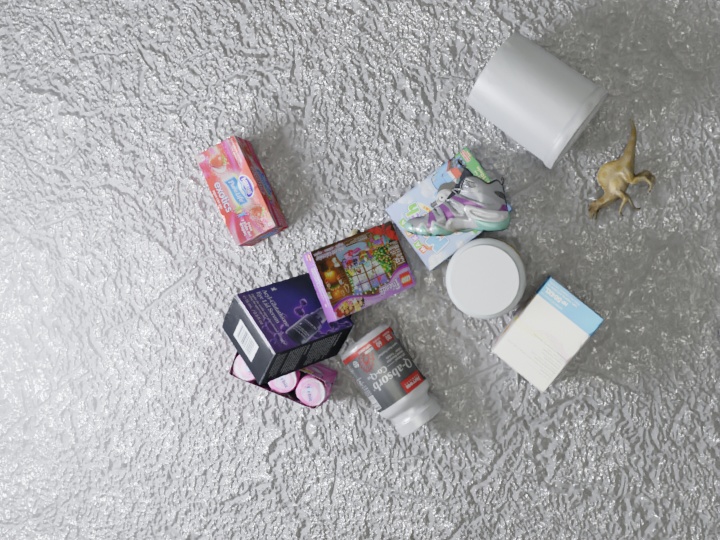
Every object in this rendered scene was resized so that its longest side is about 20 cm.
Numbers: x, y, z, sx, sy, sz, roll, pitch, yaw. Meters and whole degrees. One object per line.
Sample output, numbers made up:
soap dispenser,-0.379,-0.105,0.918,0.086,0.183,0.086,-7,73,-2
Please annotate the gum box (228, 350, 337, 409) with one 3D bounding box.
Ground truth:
gum box,-0.147,0.207,1.707,0.199,0.113,0.067,21,96,10

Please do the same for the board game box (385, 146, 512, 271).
board game box,0.172,-0.118,1.668,0.200,0.037,0.152,-37,85,11

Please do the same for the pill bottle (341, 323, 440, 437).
pill bottle,0.061,0.214,1.665,0.116,0.116,0.201,-37,85,11

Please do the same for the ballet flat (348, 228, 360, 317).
ballet flat,-0.034,0.015,1.702,0.056,0.066,0.202,14,94,20

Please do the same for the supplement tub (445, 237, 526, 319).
supplement tub,0.233,0.013,1.578,0.144,0.200,0.147,0,92,11

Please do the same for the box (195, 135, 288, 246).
box,-0.235,-0.157,1.717,0.094,0.103,0.201,-26,86,11

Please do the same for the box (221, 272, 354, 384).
box,-0.137,0.106,1.634,0.148,0.199,0.105,52,137,22

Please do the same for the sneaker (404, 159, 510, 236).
sneaker,0.178,-0.138,1.614,0.198,0.078,0.141,-5,91,2

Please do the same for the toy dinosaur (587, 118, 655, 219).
toy dinosaur,0.495,-0.177,1.590,0.101,0.058,0.201,26,97,10

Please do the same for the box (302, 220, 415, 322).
box,0.000,0.000,1.641,0.199,0.039,0.138,-23,92,-32

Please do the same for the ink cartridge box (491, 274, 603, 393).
ink cartridge box,0.338,0.124,1.598,0.125,0.129,0.200,40,99,8

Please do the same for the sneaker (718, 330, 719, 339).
sneaker,0.760,0.141,1.543,0.200,0.076,0.116,41,96,8

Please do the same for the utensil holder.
utensil holder,0.321,-0.313,1.564,0.200,0.170,0.170,39,99,9
